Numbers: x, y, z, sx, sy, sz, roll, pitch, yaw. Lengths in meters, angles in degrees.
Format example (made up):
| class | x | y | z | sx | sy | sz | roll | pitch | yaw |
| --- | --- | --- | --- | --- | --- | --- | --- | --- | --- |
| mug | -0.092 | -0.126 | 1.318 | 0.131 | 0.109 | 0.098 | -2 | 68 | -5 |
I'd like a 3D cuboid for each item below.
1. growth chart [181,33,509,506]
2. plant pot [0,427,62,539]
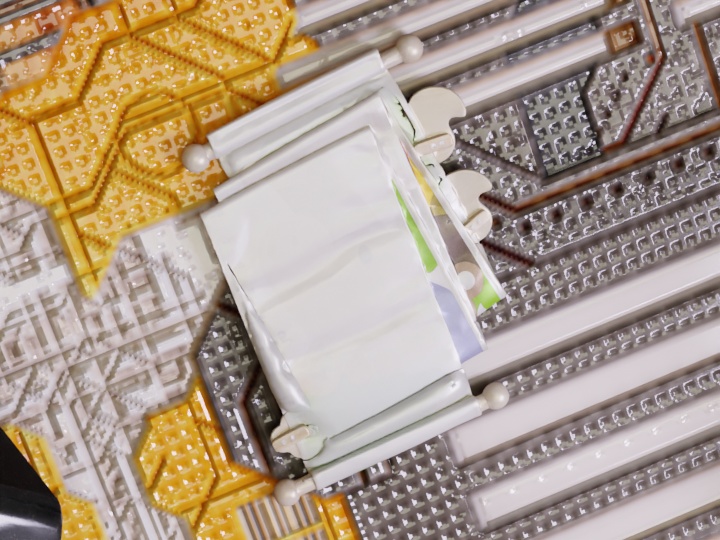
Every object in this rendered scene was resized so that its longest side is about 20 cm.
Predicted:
| class | x | y | z | sx | sy | sz | roll | pitch | yaw |
| --- | --- | --- | --- | --- | --- | --- | --- | --- | --- |
| growth chart | 0.000 | 0.000 | 1.182 | 0.144 | 0.018 | 0.201 | -19 | 105 | -7 |
| plant pot | -0.237 | 0.145 | 1.086 | 0.176 | 0.199 | 0.202 | 5 | 102 | -23 |
